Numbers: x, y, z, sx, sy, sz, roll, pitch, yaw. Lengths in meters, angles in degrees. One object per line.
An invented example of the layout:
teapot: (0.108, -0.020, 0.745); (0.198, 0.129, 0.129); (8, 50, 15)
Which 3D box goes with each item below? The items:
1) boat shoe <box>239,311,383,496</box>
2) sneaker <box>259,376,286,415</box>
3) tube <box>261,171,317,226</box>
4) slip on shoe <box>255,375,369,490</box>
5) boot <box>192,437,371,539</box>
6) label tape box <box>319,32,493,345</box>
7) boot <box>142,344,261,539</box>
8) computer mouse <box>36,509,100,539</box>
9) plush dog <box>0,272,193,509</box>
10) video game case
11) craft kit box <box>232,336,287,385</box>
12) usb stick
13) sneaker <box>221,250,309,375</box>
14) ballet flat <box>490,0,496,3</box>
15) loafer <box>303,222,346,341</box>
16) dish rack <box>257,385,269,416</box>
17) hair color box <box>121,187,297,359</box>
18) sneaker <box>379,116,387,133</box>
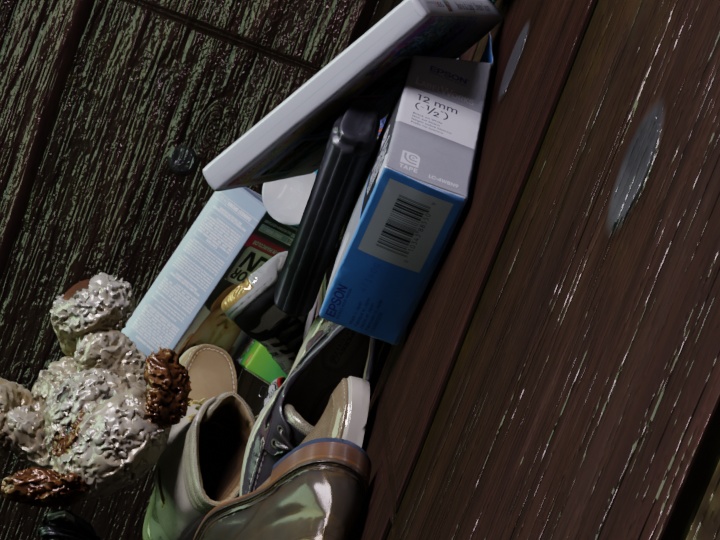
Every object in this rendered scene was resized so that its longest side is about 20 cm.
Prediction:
boat shoe: (-0.038, 0.112, 1.355); (0.201, 0.072, 0.065); (-64, 1, 6)
sneaker: (-0.069, 0.153, 1.572); (0.201, 0.067, 0.108); (146, 145, -76)
tube: (-0.036, -0.063, 1.561); (0.078, 0.050, 0.200); (-50, -8, 7)
slip on shoe: (-0.048, 0.166, 1.289); (0.076, 0.060, 0.201); (-117, 47, -84)
boot: (-0.066, 0.197, 1.181); (0.200, 0.075, 0.097); (-50, 22, 37)
label tape box: (0.036, -0.069, 1.290); (0.200, 0.066, 0.144); (-78, 9, -49)
boot: (-0.123, 0.129, 1.515); (0.155, 0.072, 0.201); (127, 156, -56)
computer mouse: (-0.151, 0.240, 1.459); (0.053, 0.199, 0.139); (-62, -29, -18)
plush dog: (-0.217, 0.126, 1.485); (0.200, 0.161, 0.172); (-43, 27, -6)
video game case: (-0.002, -0.129, 1.319); (0.200, 0.024, 0.182); (-37, -7, 21)
craft kit box: (-0.052, 0.008, 1.710); (0.200, 0.048, 0.197); (-57, 9, -3)
usb stick: (-0.025, -0.041, 1.311); (0.200, 0.032, 0.056); (112, -177, -48)
sneaker: (-0.050, 0.046, 1.492); (0.076, 0.088, 0.200); (-38, -15, 4)
ballet flat: (0.097, -0.247, 1.324); (0.069, 0.063, 0.200); (-63, 4, -10)
loafer: (0.000, 0.000, 1.408); (0.063, 0.072, 0.201); (-121, 37, -62)
dish rack: (-0.071, 0.121, 1.794); (0.200, 0.054, 0.154); (-74, 7, -55)
hair color box: (-0.135, 0.023, 1.646); (0.200, 0.061, 0.099); (-55, -28, 5)
sneaker: (0.018, -0.112, 1.576); (0.200, 0.078, 0.076); (-90, 23, -77)
